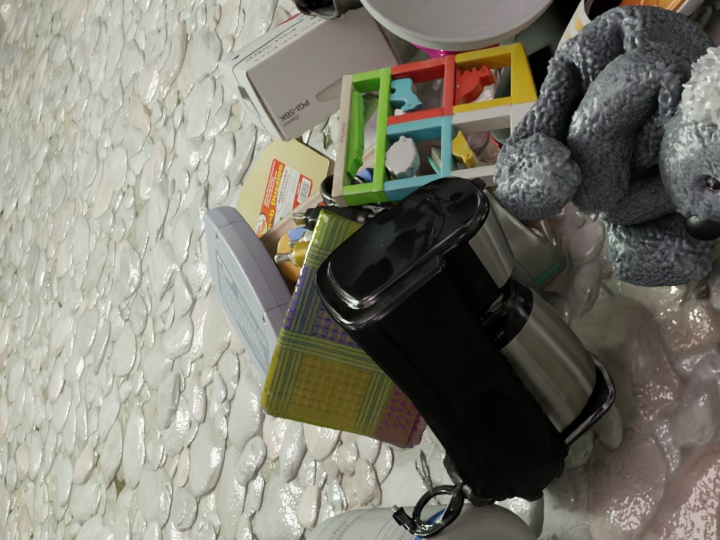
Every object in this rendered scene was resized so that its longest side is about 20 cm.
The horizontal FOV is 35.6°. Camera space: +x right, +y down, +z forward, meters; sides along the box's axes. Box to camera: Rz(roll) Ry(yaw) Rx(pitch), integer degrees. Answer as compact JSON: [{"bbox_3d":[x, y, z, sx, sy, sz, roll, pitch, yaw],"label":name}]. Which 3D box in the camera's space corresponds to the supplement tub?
[{"bbox_3d":[0.047,0.260,0.920,0.199,0.131,0.133,-22,62,54],"label":"supplement tub"}]

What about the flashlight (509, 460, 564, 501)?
[{"bbox_3d":[0.089,0.125,0.956,0.200,0.067,0.068,31,107,56],"label":"flashlight"}]

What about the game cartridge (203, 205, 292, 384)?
[{"bbox_3d":[-0.102,0.034,1.106,0.201,0.040,0.134,56,160,36],"label":"game cartridge"}]

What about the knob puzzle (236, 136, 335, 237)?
[{"bbox_3d":[-0.083,-0.050,1.197,0.219,0.030,0.222,-21,66,57],"label":"knob puzzle"}]

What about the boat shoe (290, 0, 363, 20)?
[{"bbox_3d":[-0.042,-0.274,1.068,0.200,0.057,0.067,25,143,61],"label":"boat shoe"}]

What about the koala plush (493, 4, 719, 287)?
[{"bbox_3d":[0.222,-0.089,0.726,0.200,0.176,0.185,14,79,62],"label":"koala plush"}]

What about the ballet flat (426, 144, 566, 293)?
[{"bbox_3d":[0.122,-0.056,0.983,0.064,0.067,0.201,-36,45,10],"label":"ballet flat"}]

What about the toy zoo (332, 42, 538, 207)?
[{"bbox_3d":[0.075,-0.126,0.962,0.198,0.020,0.132,-7,60,20],"label":"toy zoo"}]

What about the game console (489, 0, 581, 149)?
[{"bbox_3d":[0.190,-0.178,0.937,0.177,0.031,0.202,34,109,52],"label":"game console"}]

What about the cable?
[{"bbox_3d":[0.019,-0.039,0.979,0.198,0.051,0.098,6,50,32],"label":"cable"}]

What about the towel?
[{"bbox_3d":[0.005,0.055,0.923,0.023,0.142,0.201,-84,10,-63],"label":"towel"}]

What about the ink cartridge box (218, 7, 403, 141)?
[{"bbox_3d":[-0.058,-0.216,1.177,0.146,0.083,0.200,-33,19,-6],"label":"ink cartridge box"}]

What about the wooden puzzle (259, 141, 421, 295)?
[{"bbox_3d":[0.000,0.000,1.050,0.200,0.046,0.186,-39,75,26],"label":"wooden puzzle"}]

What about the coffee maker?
[{"bbox_3d":[0.061,0.065,0.803,0.193,0.200,0.134,-51,29,-21],"label":"coffee maker"}]

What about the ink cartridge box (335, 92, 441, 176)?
[{"bbox_3d":[0.017,-0.067,1.130,0.117,0.067,0.202,36,111,57],"label":"ink cartridge box"}]

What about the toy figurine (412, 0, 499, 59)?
[{"bbox_3d":[0.091,-0.283,1.055,0.199,0.150,0.185,-29,67,4],"label":"toy figurine"}]

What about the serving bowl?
[{"bbox_3d":[0.082,-0.274,0.961,0.066,0.198,0.202,78,-166,-76],"label":"serving bowl"}]

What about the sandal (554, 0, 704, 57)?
[{"bbox_3d":[0.195,-0.193,0.848,0.207,0.059,0.080,-53,33,27],"label":"sandal"}]
